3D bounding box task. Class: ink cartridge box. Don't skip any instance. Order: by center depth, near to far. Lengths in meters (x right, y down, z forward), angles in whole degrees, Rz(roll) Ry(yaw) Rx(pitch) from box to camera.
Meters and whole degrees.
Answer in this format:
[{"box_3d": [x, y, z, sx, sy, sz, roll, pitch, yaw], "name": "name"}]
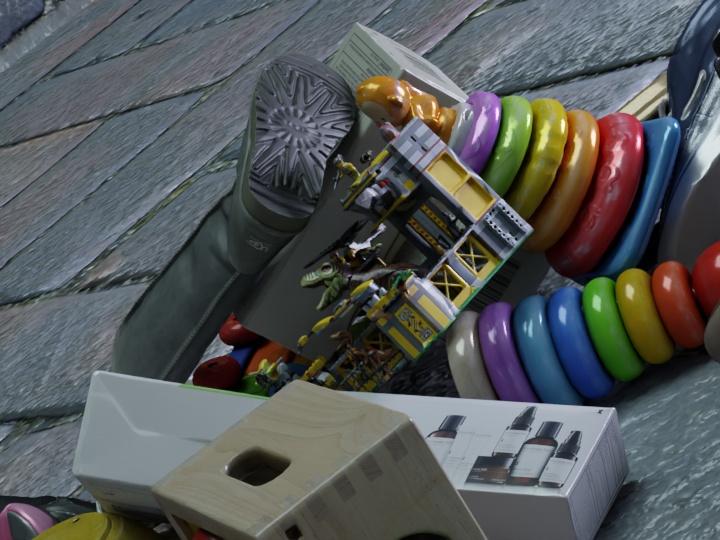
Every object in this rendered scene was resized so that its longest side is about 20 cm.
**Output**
[{"box_3d": [-0.104, 0.119, 1.635, 0.117, 0.068, 0.200, 9, -12, 4], "name": "ink cartridge box"}]

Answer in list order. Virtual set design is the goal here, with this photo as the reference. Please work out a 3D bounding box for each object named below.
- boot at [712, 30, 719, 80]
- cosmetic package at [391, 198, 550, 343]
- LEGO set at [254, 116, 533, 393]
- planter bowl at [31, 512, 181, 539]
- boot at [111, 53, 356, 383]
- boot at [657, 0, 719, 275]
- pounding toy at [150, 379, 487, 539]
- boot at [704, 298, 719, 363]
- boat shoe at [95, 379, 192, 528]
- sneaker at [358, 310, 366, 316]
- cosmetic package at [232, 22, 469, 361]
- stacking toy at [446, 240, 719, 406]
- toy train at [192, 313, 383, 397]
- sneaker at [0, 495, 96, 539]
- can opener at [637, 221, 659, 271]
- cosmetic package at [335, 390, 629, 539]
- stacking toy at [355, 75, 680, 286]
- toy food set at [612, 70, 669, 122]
[{"box_3d": [0.267, -0.066, 1.542, 0.077, 0.139, 0.200, -33, 18, -9], "name": "boot"}, {"box_3d": [0.049, -0.025, 1.792, 0.104, 0.073, 0.200, -59, 26, 7], "name": "cosmetic package"}, {"box_3d": [0.000, 0.000, 1.594, 0.154, 0.116, 0.200, -46, 0, -27], "name": "LEGO set"}, {"box_3d": [-0.174, 0.208, 1.640, 0.200, 0.084, 0.200, -29, 16, 9], "name": "planter bowl"}, {"box_3d": [-0.084, -0.023, 1.707, 0.200, 0.072, 0.182, -58, 6, 41], "name": "boot"}, {"box_3d": [0.223, -0.083, 1.677, 0.090, 0.073, 0.201, 16, 78, 56], "name": "boot"}, {"box_3d": [-0.019, 0.157, 1.333, 0.142, 0.184, 0.200, -37, 17, -16], "name": "pounding toy"}, {"box_3d": [0.261, 0.033, 1.411, 0.200, 0.070, 0.146, -39, 24, 31], "name": "boot"}, {"box_3d": [-0.131, 0.125, 1.826, 0.200, 0.072, 0.068, -44, -25, -68], "name": "boat shoe"}, {"box_3d": [0.060, -0.026, 1.925, 0.200, 0.076, 0.091, -34, 26, 6], "name": "sneaker"}, {"box_3d": [-0.013, -0.051, 1.749, 0.200, 0.073, 0.104, -58, 27, 11], "name": "cosmetic package"}, {"box_3d": [0.155, 0.035, 1.577, 0.199, 0.086, 0.085, -21, 19, 16], "name": "stacking toy"}, {"box_3d": [-0.032, 0.058, 1.836, 0.115, 0.085, 0.200, -14, 22, 20], "name": "toy train"}, {"box_3d": [-0.225, 0.186, 1.849, 0.095, 0.079, 0.200, -15, 8, -30], "name": "sneaker"}, {"box_3d": [0.218, -0.053, 1.722, 0.200, 0.064, 0.079, -30, 5, 8], "name": "can opener"}, {"box_3d": [0.041, 0.111, 1.477, 0.199, 0.051, 0.083, 2, 33, 27], "name": "cosmetic package"}, {"box_3d": [0.086, -0.072, 1.633, 0.110, 0.199, 0.116, -70, 15, -7], "name": "stacking toy"}, {"box_3d": [0.197, -0.089, 1.816, 0.198, 0.049, 0.200, -39, -4, 1], "name": "toy food set"}]
